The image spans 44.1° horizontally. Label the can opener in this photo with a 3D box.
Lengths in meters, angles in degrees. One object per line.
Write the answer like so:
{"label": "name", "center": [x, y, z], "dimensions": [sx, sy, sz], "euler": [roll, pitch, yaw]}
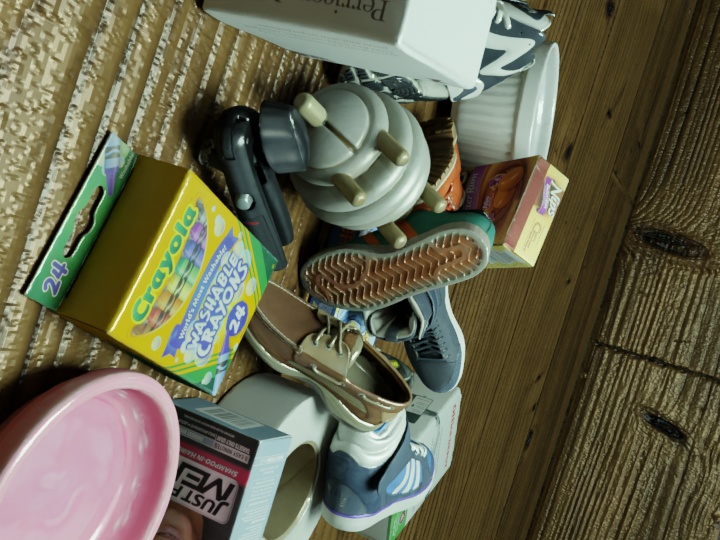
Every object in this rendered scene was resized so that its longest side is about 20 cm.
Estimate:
{"label": "can opener", "center": [-0.082, -0.060, 0.730], "dimensions": [0.200, 0.078, 0.063], "euler": [89, 21, -56]}

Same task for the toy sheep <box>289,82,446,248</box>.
{"label": "toy sheep", "center": [-0.002, -0.099, 0.791], "dimensions": [0.138, 0.138, 0.200], "euler": [-65, 150, -15]}

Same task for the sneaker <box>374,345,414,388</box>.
{"label": "sneaker", "center": [-0.004, 0.180, 1.038], "dimensions": [0.200, 0.084, 0.074], "euler": [-65, 155, -17]}

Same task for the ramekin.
{"label": "ramekin", "center": [0.182, -0.194, 1.131], "dimensions": [0.200, 0.105, 0.201], "euler": [11, 90, -73]}

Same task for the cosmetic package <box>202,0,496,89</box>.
{"label": "cosmetic package", "center": [0.012, -0.259, 0.663], "dimensions": [0.165, 0.165, 0.200], "euler": [0, 105, -65]}

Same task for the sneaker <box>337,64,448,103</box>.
{"label": "sneaker", "center": [0.030, -0.208, 0.882], "dimensions": [0.200, 0.077, 0.080], "euler": [-24, 110, -67]}

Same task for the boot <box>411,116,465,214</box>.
{"label": "boot", "center": [0.080, -0.088, 0.972], "dimensions": [0.200, 0.075, 0.107], "euler": [-62, 141, -60]}

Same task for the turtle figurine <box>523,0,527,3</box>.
{"label": "turtle figurine", "center": [0.178, -0.340, 0.981], "dimensions": [0.144, 0.200, 0.194], "euler": [0, 115, -50]}

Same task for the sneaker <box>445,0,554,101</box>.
{"label": "sneaker", "center": [0.136, -0.277, 0.932], "dimensions": [0.080, 0.129, 0.199], "euler": [-100, 173, -51]}

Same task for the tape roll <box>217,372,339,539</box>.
{"label": "tape roll", "center": [-0.096, 0.205, 0.871], "dimensions": [0.202, 0.071, 0.203], "euler": [-47, 147, -45]}

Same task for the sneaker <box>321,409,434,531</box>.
{"label": "sneaker", "center": [0.036, 0.180, 0.953], "dimensions": [0.200, 0.080, 0.147], "euler": [-16, 124, -56]}

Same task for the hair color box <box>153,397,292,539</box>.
{"label": "hair color box", "center": [-0.140, 0.218, 0.746], "dimensions": [0.061, 0.099, 0.200], "euler": [13, 94, -67]}

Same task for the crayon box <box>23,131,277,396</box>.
{"label": "crayon box", "center": [-0.141, 0.005, 0.655], "dimensions": [0.126, 0.052, 0.200], "euler": [-66, 155, -14]}

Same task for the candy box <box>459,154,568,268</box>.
{"label": "candy box", "center": [0.140, -0.063, 1.054], "dimensions": [0.056, 0.200, 0.117], "euler": [33, 72, -26]}

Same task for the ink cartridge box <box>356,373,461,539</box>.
{"label": "ink cartridge box", "center": [0.057, 0.253, 1.225], "dimensions": [0.200, 0.083, 0.147], "euler": [-36, 137, -53]}

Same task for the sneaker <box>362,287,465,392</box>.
{"label": "sneaker", "center": [0.061, 0.073, 0.989], "dimensions": [0.146, 0.077, 0.203], "euler": [-52, 135, -59]}

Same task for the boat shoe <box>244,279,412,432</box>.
{"label": "boat shoe", "center": [-0.029, 0.070, 0.818], "dimensions": [0.200, 0.072, 0.076], "euler": [41, 45, -24]}

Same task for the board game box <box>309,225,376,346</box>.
{"label": "board game box", "center": [0.000, 0.000, 0.981], "dimensions": [0.135, 0.034, 0.200], "euler": [15, 92, -67]}

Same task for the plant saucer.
{"label": "plant saucer", "center": [-0.207, 0.160, 0.619], "dimensions": [0.201, 0.051, 0.201], "euler": [-47, 146, -46]}

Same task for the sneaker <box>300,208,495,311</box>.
{"label": "sneaker", "center": [0.039, -0.014, 0.878], "dimensions": [0.071, 0.200, 0.080], "euler": [70, 26, -19]}
